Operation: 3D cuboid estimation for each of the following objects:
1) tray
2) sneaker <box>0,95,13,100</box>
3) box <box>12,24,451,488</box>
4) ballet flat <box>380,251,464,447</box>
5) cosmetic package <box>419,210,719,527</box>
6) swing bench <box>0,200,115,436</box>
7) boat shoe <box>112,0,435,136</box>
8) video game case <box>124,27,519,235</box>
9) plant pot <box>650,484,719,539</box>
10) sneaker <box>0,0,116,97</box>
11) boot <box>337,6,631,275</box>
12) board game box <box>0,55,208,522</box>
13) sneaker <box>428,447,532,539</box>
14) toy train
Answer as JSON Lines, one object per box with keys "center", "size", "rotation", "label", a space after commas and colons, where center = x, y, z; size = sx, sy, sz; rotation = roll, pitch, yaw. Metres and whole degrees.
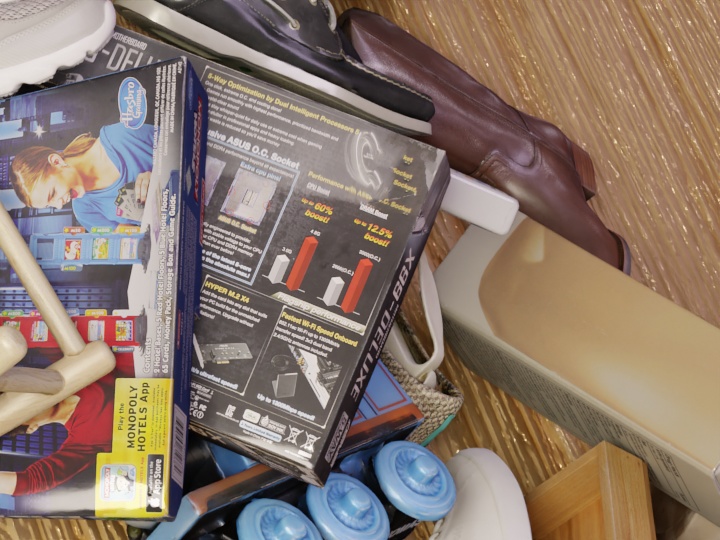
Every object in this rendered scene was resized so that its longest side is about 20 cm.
{"center": [0.110, 0.195, 1.308], "size": [0.037, 0.099, 0.201], "rotation": [27, 41, -31], "label": "tray"}
{"center": [-0.228, -0.146, 1.195], "size": [0.112, 0.071, 0.201], "rotation": [-21, 109, -18], "label": "sneaker"}
{"center": [-0.079, -0.013, 1.179], "size": [0.199, 0.050, 0.158], "rotation": [21, 79, 9], "label": "box"}
{"center": [0.000, 0.000, 1.382], "size": [0.068, 0.075, 0.201], "rotation": [3, 55, -59], "label": "ballet flat"}
{"center": [0.137, 0.052, 1.383], "size": [0.200, 0.071, 0.105], "rotation": [32, -12, 28], "label": "cosmetic package"}
{"center": [-0.241, 0.006, 1.030], "size": [0.200, 0.199, 0.130], "rotation": [58, 7, 10], "label": "swing bench"}
{"center": [-0.036, -0.128, 1.413], "size": [0.199, 0.072, 0.068], "rotation": [26, 82, -26], "label": "boat shoe"}
{"center": [-0.029, -0.074, 1.335], "size": [0.199, 0.022, 0.182], "rotation": [24, 3, -12], "label": "video game case"}
{"center": [0.257, 0.135, 1.472], "size": [0.173, 0.200, 0.201], "rotation": [21, 42, -12], "label": "plant pot"}
{"center": [-0.206, -0.112, 1.129], "size": [0.199, 0.075, 0.083], "rotation": [-6, 99, -9], "label": "sneaker"}
{"center": [0.061, -0.059, 1.513], "size": [0.200, 0.064, 0.187], "rotation": [33, 25, -29], "label": "boot"}
{"center": [-0.171, 0.011, 1.124], "size": [0.062, 0.199, 0.201], "rotation": [66, 25, -74], "label": "board game box"}
{"center": [0.043, 0.157, 1.296], "size": [0.084, 0.073, 0.200], "rotation": [0, 33, -7], "label": "sneaker"}
{"center": [-0.041, 0.105, 1.240], "size": [0.114, 0.087, 0.200], "rotation": [51, 36, 16], "label": "toy train"}
